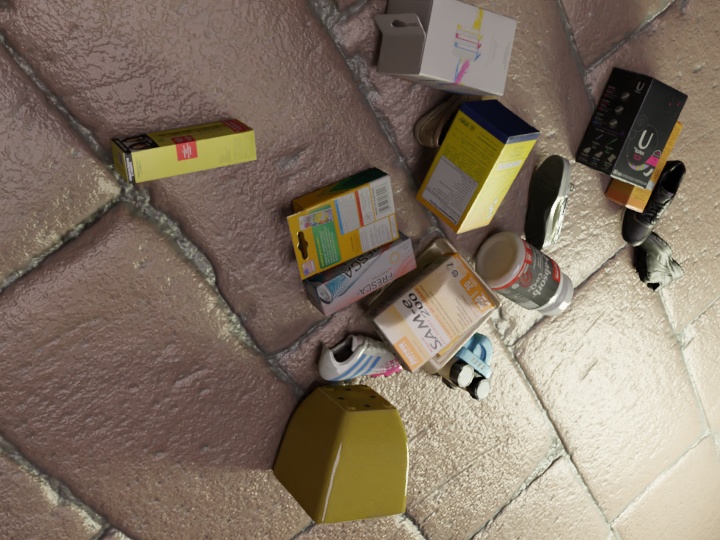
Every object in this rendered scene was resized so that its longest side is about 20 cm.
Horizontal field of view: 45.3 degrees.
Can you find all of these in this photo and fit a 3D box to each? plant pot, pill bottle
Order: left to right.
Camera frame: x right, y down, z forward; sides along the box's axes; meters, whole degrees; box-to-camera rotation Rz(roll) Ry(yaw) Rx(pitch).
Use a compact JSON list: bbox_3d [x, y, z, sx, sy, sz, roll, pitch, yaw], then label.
[{"bbox_3d":[-0.023,0.324,1.603,0.195,0.194,0.201,4,105,-33],"label":"plant pot"},{"bbox_3d":[0.329,0.011,1.713,0.200,0.116,0.116,27,97,-38],"label":"pill bottle"}]

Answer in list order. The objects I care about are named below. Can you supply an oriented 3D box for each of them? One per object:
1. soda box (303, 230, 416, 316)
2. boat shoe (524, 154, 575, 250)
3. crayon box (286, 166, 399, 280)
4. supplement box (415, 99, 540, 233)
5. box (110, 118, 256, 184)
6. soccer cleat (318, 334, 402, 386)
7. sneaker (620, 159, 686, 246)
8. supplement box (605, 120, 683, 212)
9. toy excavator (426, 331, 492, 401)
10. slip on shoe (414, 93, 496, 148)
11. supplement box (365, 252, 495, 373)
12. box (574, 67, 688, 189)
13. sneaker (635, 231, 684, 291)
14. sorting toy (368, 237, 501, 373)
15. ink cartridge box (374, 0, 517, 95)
[{"bbox_3d":[0.000,0.000,1.533,0.199,0.064,0.069,-29,125,-19],"label":"soda box"},{"bbox_3d":[0.378,-0.135,1.704,0.065,0.074,0.203,-15,124,-33],"label":"boat shoe"},{"bbox_3d":[-0.037,-0.082,1.477,0.199,0.052,0.126,-24,123,-21],"label":"crayon box"},{"bbox_3d":[0.200,-0.180,1.491,0.109,0.109,0.200,-16,142,-47],"label":"supplement box"},{"bbox_3d":[-0.260,-0.178,1.276,0.199,0.075,0.050,-14,119,-25],"label":"box"},{"bbox_3d":[0.015,0.156,1.614,0.199,0.070,0.087,-12,119,-27],"label":"soccer cleat"},{"bbox_3d":[0.618,-0.147,1.824,0.076,0.088,0.201,27,92,1],"label":"sneaker"},{"bbox_3d":[0.590,-0.228,1.793,0.069,0.067,0.201,12,107,-36],"label":"supplement box"},{"bbox_3d":[0.210,0.130,1.724,0.194,0.100,0.201,39,76,-38],"label":"toy excavator"},{"bbox_3d":[0.185,-0.285,1.511,0.200,0.061,0.076,-38,127,-11],"label":"slip on shoe"},{"bbox_3d":[0.126,0.075,1.570,0.200,0.074,0.126,-39,99,-9],"label":"supplement box"},{"bbox_3d":[0.535,-0.281,1.706,0.122,0.106,0.201,11,106,-36],"label":"box"},{"bbox_3d":[0.654,-0.021,1.934,0.091,0.076,0.200,-41,125,4],"label":"sneaker"},{"bbox_3d":[0.144,0.067,1.627,0.200,0.036,0.185,-44,101,-4],"label":"sorting toy"},{"bbox_3d":[0.126,-0.362,1.383,0.199,0.128,0.126,5,98,-33],"label":"ink cartridge box"}]
